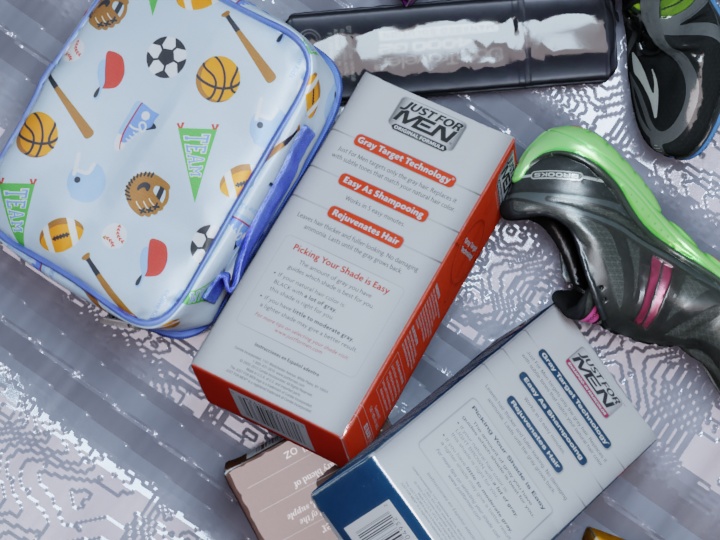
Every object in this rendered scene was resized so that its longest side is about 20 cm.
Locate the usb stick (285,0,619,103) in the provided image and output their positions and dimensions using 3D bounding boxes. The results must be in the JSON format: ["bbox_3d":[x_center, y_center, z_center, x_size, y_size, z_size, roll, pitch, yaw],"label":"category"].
[{"bbox_3d":[0.051,-0.129,1.490,0.199,0.033,0.056,-5,94,0],"label":"usb stick"}]

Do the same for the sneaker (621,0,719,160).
[{"bbox_3d":[0.161,-0.160,1.449,0.082,0.071,0.201,-18,106,-44],"label":"sneaker"}]

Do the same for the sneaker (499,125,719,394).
[{"bbox_3d":[0.156,0.010,1.460,0.200,0.077,0.084,46,80,-3],"label":"sneaker"}]

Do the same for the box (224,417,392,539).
[{"bbox_3d":[0.009,0.177,1.467,0.100,0.075,0.201,-28,91,-1],"label":"box"}]

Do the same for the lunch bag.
[{"bbox_3d":[-0.110,-0.064,1.451,0.160,0.076,0.201,30,91,17],"label":"lunch bag"}]

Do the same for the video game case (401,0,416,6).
[{"bbox_3d":[0.054,-0.282,1.479,0.200,0.036,0.182,-35,89,-7],"label":"video game case"}]

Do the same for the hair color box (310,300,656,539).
[{"bbox_3d":[0.071,0.107,1.412,0.060,0.200,0.100,-36,90,43],"label":"hair color box"}]

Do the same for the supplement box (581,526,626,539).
[{"bbox_3d":[0.157,0.262,1.466,0.125,0.074,0.201,18,90,1],"label":"supplement box"}]

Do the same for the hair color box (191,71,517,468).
[{"bbox_3d":[0.000,0.000,1.434,0.101,0.061,0.201,25,72,18],"label":"hair color box"}]
